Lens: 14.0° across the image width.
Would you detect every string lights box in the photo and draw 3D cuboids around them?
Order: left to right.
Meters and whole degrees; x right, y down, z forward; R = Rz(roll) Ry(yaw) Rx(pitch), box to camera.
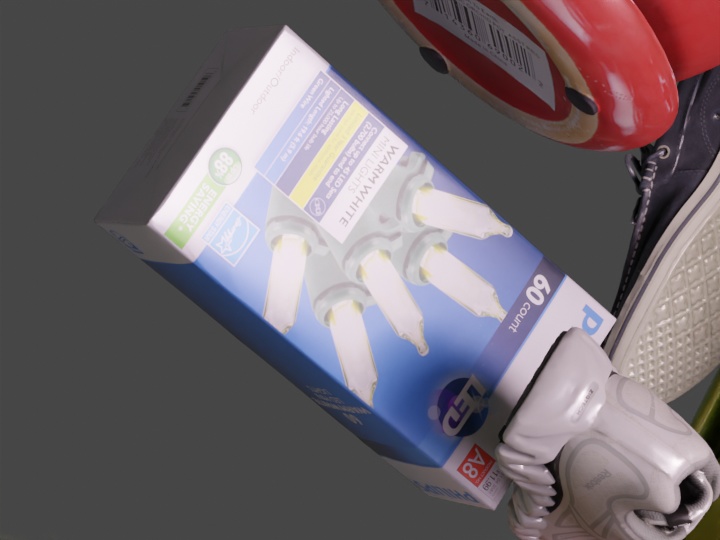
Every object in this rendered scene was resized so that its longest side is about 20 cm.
[{"bbox_3d":[0.000,0.000,1.212,0.200,0.059,0.103,40,74,-23],"label":"string lights box"}]

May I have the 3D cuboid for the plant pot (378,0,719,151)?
[{"bbox_3d":[0.100,-0.164,1.179,0.183,0.200,0.200,-47,111,-14],"label":"plant pot"}]

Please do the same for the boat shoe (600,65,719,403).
[{"bbox_3d":[0.151,-0.033,1.285,0.075,0.062,0.200,30,82,-45],"label":"boat shoe"}]

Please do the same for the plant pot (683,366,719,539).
[{"bbox_3d":[0.245,0.102,1.272,0.199,0.181,0.200,33,78,-24],"label":"plant pot"}]

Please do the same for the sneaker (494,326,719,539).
[{"bbox_3d":[0.107,0.087,1.204,0.081,0.200,0.075,28,82,14],"label":"sneaker"}]
